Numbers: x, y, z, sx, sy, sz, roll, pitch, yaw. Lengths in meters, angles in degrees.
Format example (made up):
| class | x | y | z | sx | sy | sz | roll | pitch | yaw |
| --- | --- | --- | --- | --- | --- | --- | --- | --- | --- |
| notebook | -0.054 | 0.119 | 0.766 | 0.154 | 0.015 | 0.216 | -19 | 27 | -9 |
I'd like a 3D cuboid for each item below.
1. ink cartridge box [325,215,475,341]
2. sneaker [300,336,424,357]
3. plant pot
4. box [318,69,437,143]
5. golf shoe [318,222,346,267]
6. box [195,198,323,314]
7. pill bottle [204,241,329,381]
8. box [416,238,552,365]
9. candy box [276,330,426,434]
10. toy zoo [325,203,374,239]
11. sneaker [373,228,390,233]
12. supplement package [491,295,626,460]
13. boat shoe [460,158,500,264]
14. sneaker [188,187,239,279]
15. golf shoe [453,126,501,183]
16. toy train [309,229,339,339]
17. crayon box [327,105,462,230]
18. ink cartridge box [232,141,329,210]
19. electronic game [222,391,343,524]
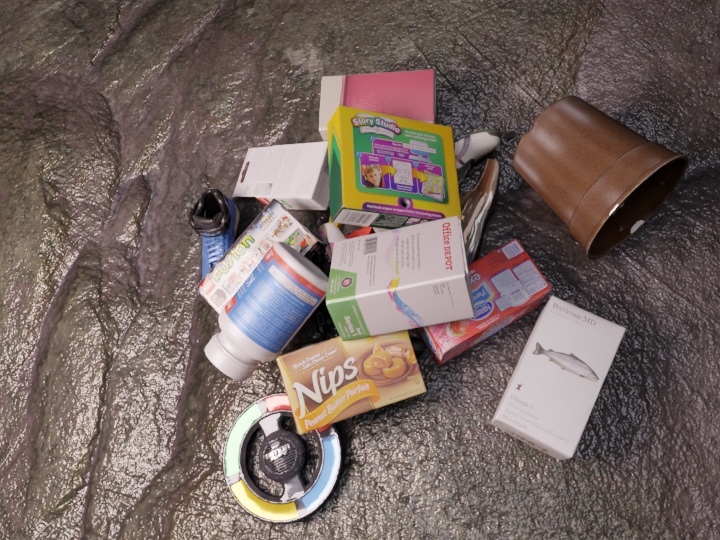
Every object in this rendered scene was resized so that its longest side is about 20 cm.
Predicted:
| class | x | y | z | sx | sy | sz | roll | pitch | yaw |
| --- | --- | --- | --- | --- | --- | --- | --- | --- | --- |
| ink cartridge box | 0.060 | 0.010 | 0.888 | 0.198 | 0.084 | 0.145 | -11 | 37 | 13 |
| sneaker | 0.008 | 0.161 | 0.976 | 0.198 | 0.076 | 0.115 | -7 | 93 | -9 |
| plant pot | 0.361 | -0.156 | 0.959 | 0.200 | 0.200 | 0.198 | -39 | 63 | -4 |
| box | 0.037 | -0.268 | 1.073 | 0.198 | 0.128 | 0.110 | -1 | 73 | 10 |
| golf shoe | 0.000 | 0.000 | 1.027 | 0.092 | 0.073 | 0.201 | -30 | 82 | -8 |
| box | -0.167 | -0.007 | 1.002 | 0.110 | 0.035 | 0.200 | 44 | 93 | 16 |
| pill bottle | -0.143 | 0.065 | 0.920 | 0.112 | 0.112 | 0.200 | 40 | 93 | 18 |
| box | 0.183 | 0.052 | 0.955 | 0.199 | 0.096 | 0.100 | -29 | 70 | -8 |
| candy box | -0.014 | 0.154 | 0.909 | 0.198 | 0.055 | 0.116 | -17 | 87 | -4 |
| toy zoo | 0.024 | -0.082 | 1.073 | 0.199 | 0.020 | 0.132 | 19 | 77 | 15 |
| sneaker | 0.016 | -0.135 | 1.020 | 0.073 | 0.116 | 0.201 | -33 | 68 | 0 |
| supplement package | 0.288 | 0.161 | 0.901 | 0.116 | 0.117 | 0.201 | 24 | 78 | 16 |
| boat shoe | 0.185 | -0.102 | 1.026 | 0.071 | 0.076 | 0.201 | 17 | 75 | 16 |
| sneaker | -0.256 | -0.045 | 1.061 | 0.076 | 0.111 | 0.202 | -1 | 73 | 9 |
| golf shoe | 0.160 | -0.176 | 1.053 | 0.199 | 0.077 | 0.089 | -25 | 73 | 4 |
| toy train | -0.074 | 0.024 | 1.052 | 0.045 | 0.034 | 0.202 | -19 | 71 | 16 |
| crayon box | 0.052 | -0.152 | 0.942 | 0.198 | 0.058 | 0.174 | 6 | 67 | -21 |
| ink cartridge box | -0.135 | -0.169 | 1.102 | 0.199 | 0.050 | 0.110 | 5 | 72 | 37 |
| electronic game | -0.124 | 0.295 | 0.968 | 0.198 | 0.042 | 0.202 | -3 | 72 | 9 |
